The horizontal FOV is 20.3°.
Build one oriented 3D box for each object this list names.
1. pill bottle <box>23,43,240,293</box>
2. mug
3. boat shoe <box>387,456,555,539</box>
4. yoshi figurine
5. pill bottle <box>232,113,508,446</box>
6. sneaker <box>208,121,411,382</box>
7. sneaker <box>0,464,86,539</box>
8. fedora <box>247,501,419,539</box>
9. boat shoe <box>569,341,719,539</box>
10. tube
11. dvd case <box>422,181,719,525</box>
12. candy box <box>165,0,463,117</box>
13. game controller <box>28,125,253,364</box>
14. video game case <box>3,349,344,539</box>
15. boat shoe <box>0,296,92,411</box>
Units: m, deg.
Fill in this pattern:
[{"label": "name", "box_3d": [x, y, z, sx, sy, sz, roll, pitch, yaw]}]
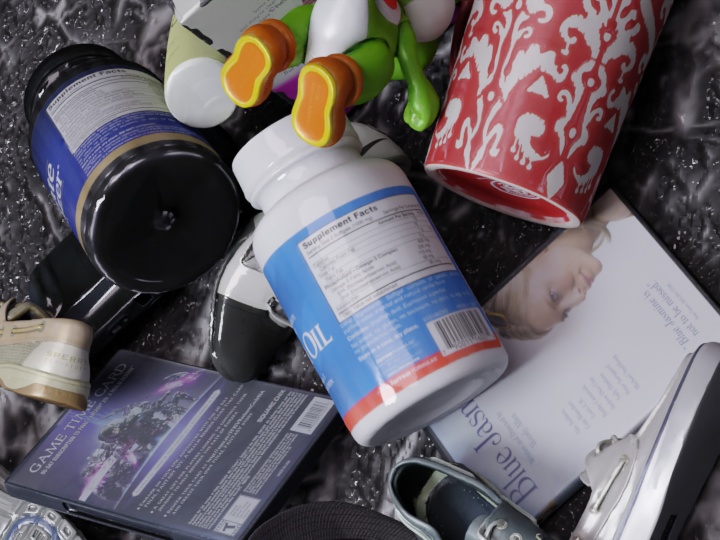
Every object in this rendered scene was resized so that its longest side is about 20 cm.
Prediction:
[{"label": "pill bottle", "box_3d": [-0.166, -0.079, 1.395, 0.112, 0.112, 0.200, -48, 39, 7]}, {"label": "mug", "box_3d": [0.123, -0.136, 1.303, 0.133, 0.178, 0.201, 20, 82, -1]}, {"label": "boat shoe", "box_3d": [0.078, 0.171, 1.188, 0.073, 0.062, 0.200, -54, 36, 5]}, {"label": "yoshi figurine", "box_3d": [0.002, -0.140, 1.275, 0.112, 0.200, 0.113, -11, 110, 42]}, {"label": "pill bottle", "box_3d": [0.000, 0.000, 1.269, 0.112, 0.112, 0.201, -33, 75, 16]}, {"label": "sneaker", "box_3d": [-0.033, -0.009, 1.362, 0.088, 0.074, 0.201, 24, 86, 35]}, {"label": "sneaker", "box_3d": [-0.242, 0.180, 1.420, 0.200, 0.087, 0.075, 42, 94, 15]}, {"label": "fedora", "box_3d": [0.012, 0.237, 1.219, 0.199, 0.177, 0.091, 28, 118, 19]}, {"label": "boat shoe", "box_3d": [0.164, 0.130, 1.208, 0.065, 0.072, 0.201, 24, 94, 29]}, {"label": "tube", "box_3d": [-0.115, -0.160, 1.412, 0.058, 0.052, 0.200, -43, 24, 16]}, {"label": "dvd case", "box_3d": [0.128, 0.058, 1.280, 0.200, 0.018, 0.143, -44, 58, 10]}, {"label": "candy box", "box_3d": [-0.032, -0.190, 1.349, 0.136, 0.200, 0.061, -41, 58, 11]}, {"label": "game controller", "box_3d": [-0.162, -0.022, 1.469, 0.200, 0.042, 0.105, -42, 43, 10]}, {"label": "video game case", "box_3d": [-0.125, 0.121, 1.359, 0.199, 0.019, 0.143, 10, 44, 33]}, {"label": "boat shoe", "box_3d": [-0.236, 0.055, 1.425, 0.200, 0.072, 0.065, 6, 82, 63]}]
